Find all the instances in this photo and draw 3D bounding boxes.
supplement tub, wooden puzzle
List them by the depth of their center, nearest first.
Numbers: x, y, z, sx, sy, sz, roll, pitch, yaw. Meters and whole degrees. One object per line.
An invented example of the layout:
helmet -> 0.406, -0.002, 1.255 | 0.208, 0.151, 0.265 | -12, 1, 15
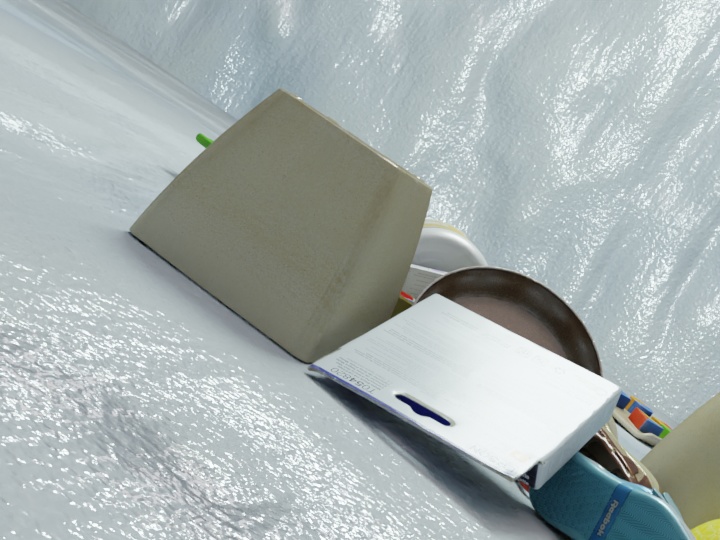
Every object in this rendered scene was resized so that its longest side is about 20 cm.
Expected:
supplement tub -> 0.080, 0.013, 1.465 | 0.145, 0.146, 0.200 | 33, 6, -4
wooden puzzle -> 0.505, 0.267, 2.203 | 0.185, 0.046, 0.200 | 28, 8, -41

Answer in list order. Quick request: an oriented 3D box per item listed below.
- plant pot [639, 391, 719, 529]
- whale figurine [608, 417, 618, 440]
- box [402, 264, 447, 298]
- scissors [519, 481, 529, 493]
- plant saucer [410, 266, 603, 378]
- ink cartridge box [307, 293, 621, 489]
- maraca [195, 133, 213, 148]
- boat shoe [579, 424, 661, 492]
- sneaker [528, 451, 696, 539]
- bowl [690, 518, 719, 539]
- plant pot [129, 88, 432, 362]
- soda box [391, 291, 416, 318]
plant pot -> 0.402, 0.216, 1.293 | 0.187, 0.200, 0.187 | 34, 5, -3
whale figurine -> 0.240, 0.168, 1.436 | 0.200, 0.104, 0.159 | 58, 7, 2
box -> 0.000, 0.000, 1.342 | 0.199, 0.042, 0.039 | 13, 5, -2
scissors -> 0.178, 0.196, 1.135 | 0.073, 0.014, 0.200 | 33, 7, 2
plant saucer -> 0.132, 0.089, 1.137 | 0.200, 0.200, 0.032 | 34, -34, 4
ink cartridge box -> 0.086, 0.102, 0.994 | 0.199, 0.041, 0.200 | 28, 30, 27
maraca -> -0.141, -0.120, 1.534 | 0.137, 0.107, 0.200 | 39, 1, -38
boat shoe -> 0.226, 0.182, 1.263 | 0.072, 0.072, 0.200 | 29, 13, -48
sneaker -> 0.236, 0.218, 0.965 | 0.130, 0.080, 0.200 | 28, 9, -34
bowl -> 0.388, 0.285, 1.104 | 0.200, 0.108, 0.200 | 34, 5, -4
plant pot -> -0.049, -0.046, 1.088 | 0.199, 0.177, 0.200 | 35, 7, 16
soda box -> 0.060, 0.070, 1.294 | 0.200, 0.064, 0.068 | 30, 6, -33
